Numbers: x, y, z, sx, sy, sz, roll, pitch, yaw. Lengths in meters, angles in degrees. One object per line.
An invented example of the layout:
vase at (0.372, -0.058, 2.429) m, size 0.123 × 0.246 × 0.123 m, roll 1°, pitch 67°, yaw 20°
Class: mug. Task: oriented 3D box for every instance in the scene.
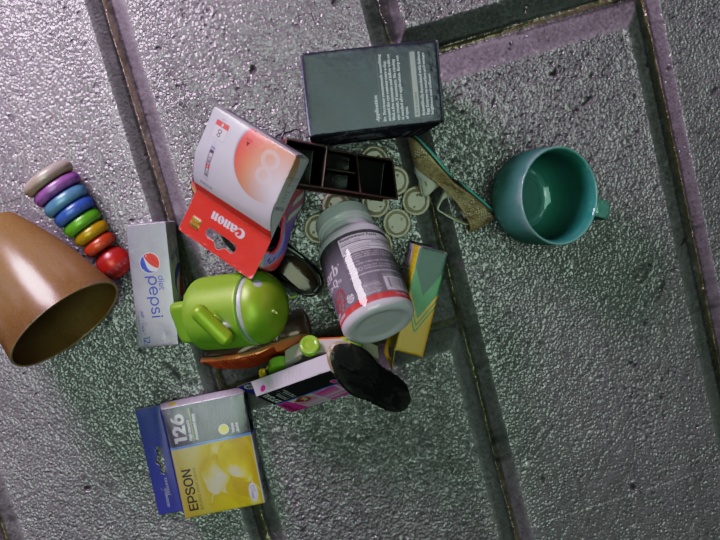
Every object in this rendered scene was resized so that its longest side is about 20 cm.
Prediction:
mug at (0.301, -0.109, 1.023) m, size 0.185 × 0.114 × 0.153 m, roll 45°, pitch 78°, yaw -19°

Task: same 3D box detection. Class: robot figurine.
robot figurine at (-0.201, 0.064, 0.988) m, size 0.196 × 0.176 × 0.118 m, roll -7°, pitch 109°, yaw 21°

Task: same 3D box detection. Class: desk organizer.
desk organizer at (-0.037, -0.157, 0.980) m, size 0.196 × 0.077 × 0.073 m, roll 6°, pitch 95°, yaw -21°

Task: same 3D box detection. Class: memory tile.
memory tile at (0.010, -0.096, 1.063) m, size 0.153 × 0.017 × 0.201 m, roll 40°, pitch 93°, yaw -6°

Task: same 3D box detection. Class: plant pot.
plant pot at (-0.520, 0.012, 0.975) m, size 0.186 × 0.186 × 0.200 m, roll -44°, pitch 83°, yaw 2°

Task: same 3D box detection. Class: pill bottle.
pill bottle at (0.000, 0.000, 0.967) m, size 0.114 × 0.116 × 0.202 m, roll -20°, pitch 60°, yaw -1°

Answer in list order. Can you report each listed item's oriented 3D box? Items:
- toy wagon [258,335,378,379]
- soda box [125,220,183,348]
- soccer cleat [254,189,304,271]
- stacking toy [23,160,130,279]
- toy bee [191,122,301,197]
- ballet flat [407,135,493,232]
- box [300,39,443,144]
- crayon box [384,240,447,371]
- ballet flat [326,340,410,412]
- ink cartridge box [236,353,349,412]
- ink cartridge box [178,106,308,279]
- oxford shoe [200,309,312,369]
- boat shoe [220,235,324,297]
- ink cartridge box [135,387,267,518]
toy wagon at (-0.069, 0.153, 1.024) m, size 0.196 × 0.156 × 0.040 m, roll -2°, pitch 56°, yaw -2°
soda box at (-0.335, 0.021, 1.031) m, size 0.067 × 0.063 × 0.204 m, roll -5°, pitch 96°, yaw -1°
soccer cleat at (-0.131, -0.097, 0.998) m, size 0.065 × 0.077 × 0.203 m, roll 14°, pitch 68°, yaw -4°
stacking toy at (-0.447, -0.075, 1.012) m, size 0.085 × 0.085 × 0.201 m, roll -36°, pitch 102°, yaw 1°
toy bee at (-0.207, -0.191, 0.997) m, size 0.130 × 0.109 × 0.202 m, roll 22°, pitch 73°, yaw 38°
ballet flat at (0.138, -0.136, 1.034) m, size 0.199 × 0.071 × 0.065 m, roll 41°, pitch 101°, yaw -12°
box at (0.012, -0.264, 0.956) m, size 0.196 × 0.197 × 0.120 m, roll -6°, pitch 97°, yaw -2°
crayon box at (0.088, 0.058, 1.028) m, size 0.050 × 0.127 × 0.204 m, roll 13°, pitch 96°, yaw -4°
ballet flat at (0.008, 0.167, 0.968) m, size 0.067 × 0.057 × 0.200 m, roll -54°, pitch 129°, yaw -8°
ink cartridge box at (-0.098, 0.189, 1.010) m, size 0.197 × 0.094 × 0.038 m, roll -21°, pitch 53°, yaw 27°
ink cartridge box at (-0.187, -0.114, 0.916) m, size 0.161 × 0.050 × 0.202 m, roll 31°, pitch 100°, yaw 18°
oxford shoe at (-0.177, 0.119, 1.059) m, size 0.196 × 0.071 × 0.074 m, roll -13°, pitch 69°, yaw 0°
boat shoe at (-0.147, -0.024, 1.037) m, size 0.198 × 0.068 × 0.072 m, roll 34°, pitch 96°, yaw -4°
ink cartridge box at (-0.276, 0.319, 1.074) m, size 0.196 × 0.047 × 0.202 m, roll -11°, pitch 97°, yaw -5°
